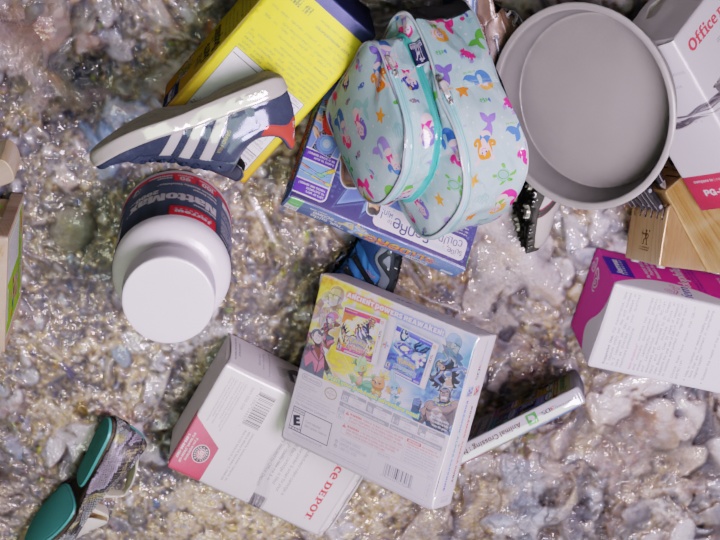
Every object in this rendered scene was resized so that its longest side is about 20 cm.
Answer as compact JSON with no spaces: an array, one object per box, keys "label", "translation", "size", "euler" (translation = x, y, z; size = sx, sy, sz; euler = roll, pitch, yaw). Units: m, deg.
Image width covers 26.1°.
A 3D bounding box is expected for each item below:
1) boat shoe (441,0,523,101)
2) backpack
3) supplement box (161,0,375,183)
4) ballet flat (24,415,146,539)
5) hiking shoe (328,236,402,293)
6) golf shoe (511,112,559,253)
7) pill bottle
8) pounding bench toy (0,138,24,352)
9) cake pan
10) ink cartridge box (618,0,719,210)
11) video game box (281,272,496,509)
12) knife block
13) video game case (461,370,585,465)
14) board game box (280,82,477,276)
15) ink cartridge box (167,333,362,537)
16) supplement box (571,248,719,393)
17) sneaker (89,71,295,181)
[{"label":"boat shoe","translation":[0.125,-0.236,1.562],"size":[0.072,0.072,0.202],"euler":[-9,117,-13]},{"label":"backpack","translation":[0.067,-0.134,1.483],"size":[0.149,0.178,0.201],"euler":[-20,75,-28]},{"label":"supplement box","translation":[-0.092,-0.206,1.529],"size":[0.109,0.110,0.200],"euler":[40,105,-18]},{"label":"ballet flat","translation":[-0.301,0.252,1.739],"size":[0.072,0.072,0.201],"euler":[31,109,-16]},{"label":"hiking shoe","translation":[0.000,0.000,1.648],"size":[0.086,0.074,0.202],"euler":[6,106,6]},{"label":"golf shoe","translation":[0.209,-0.110,1.616],"size":[0.087,0.077,0.202],"euler":[4,113,-12]},{"label":"pill bottle","translation":[-0.188,-0.012,1.557],"size":[0.118,0.200,0.121],"euler":[-2,114,-4]},{"label":"pounding bench toy","translation":[-0.425,-0.039,1.568],"size":[0.154,0.125,0.202],"euler":[5,113,-6]},{"label":"cake pan","translation":[0.220,-0.160,1.503],"size":[0.199,0.037,0.203],"euler":[13,113,33]},{"label":"ink cartridge box","translation":[0.357,-0.185,1.551],"size":[0.145,0.083,0.201],"euler":[-49,116,-30]},{"label":"video game box","translation":[0.025,0.119,1.580],"size":[0.199,0.047,0.184],"euler":[22,105,31]},{"label":"knife block","translation":[0.347,-0.089,1.635],"size":[0.198,0.064,0.178],"euler":[7,96,-27]},{"label":"video game case","translation":[0.157,0.164,1.668],"size":[0.181,0.200,0.022],"euler":[-27,88,7]},{"label":"board game box","translation":[0.032,-0.094,1.587],"size":[0.198,0.034,0.137],"euler":[23,71,-13]},{"label":"ink cartridge box","translation":[-0.092,0.183,1.714],"size":[0.199,0.085,0.146],"euler":[28,109,-13]},{"label":"supplement box","translation":[0.342,0.059,1.684],"size":[0.198,0.101,0.104],"euler":[11,112,-9]},{"label":"sneaker","translation":[-0.154,-0.116,1.463],"size":[0.198,0.075,0.085],"euler":[-18,109,4]}]
